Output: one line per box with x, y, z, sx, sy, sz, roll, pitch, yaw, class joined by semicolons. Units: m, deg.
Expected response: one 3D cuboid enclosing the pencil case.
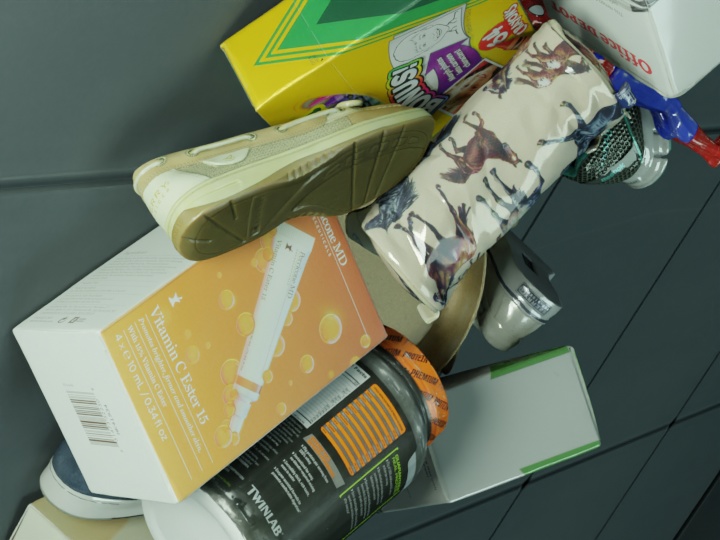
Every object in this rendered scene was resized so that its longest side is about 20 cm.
0.086;-0.063;1.475;0.200;0.089;0.078;-47;-161;-2;pencil case

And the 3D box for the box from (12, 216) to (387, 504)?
-0.098;0.040;1.446;0.200;0.097;0.125;-38;114;-35;box

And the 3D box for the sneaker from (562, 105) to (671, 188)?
0.171;-0.156;1.705;0.091;0.201;0.077;-12;179;-33;sneaker

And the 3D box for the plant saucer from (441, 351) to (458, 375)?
0.067;-0.020;1.784;0.200;0.035;0.201;10;90;-81;plant saucer

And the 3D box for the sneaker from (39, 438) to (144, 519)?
-0.112;0.098;1.586;0.202;0.077;0.147;-3;129;-47;sneaker

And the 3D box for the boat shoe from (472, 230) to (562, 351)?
0.111;0.016;1.796;0.070;0.071;0.200;-46;-167;10;boat shoe

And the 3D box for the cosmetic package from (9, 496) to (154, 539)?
-0.154;0.191;1.650;0.200;0.105;0.071;-26;151;-53;cosmetic package

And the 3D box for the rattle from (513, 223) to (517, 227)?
0.155;-0.072;1.749;0.200;0.142;0.131;-71;-173;-74;rattle

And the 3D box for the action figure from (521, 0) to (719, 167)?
0.204;-0.161;1.655;0.099;0.199;0.065;-63;-164;-1;action figure

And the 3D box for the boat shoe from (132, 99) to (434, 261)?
-0.043;-0.068;1.401;0.200;0.063;0.073;-24;149;-29;boat shoe

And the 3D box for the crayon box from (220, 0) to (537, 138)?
0.021;-0.139;1.466;0.172;0.058;0.200;-34;159;5;crayon box

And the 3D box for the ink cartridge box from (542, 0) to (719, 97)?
0.165;-0.230;1.461;0.083;0.145;0.200;-36;133;-11;ink cartridge box

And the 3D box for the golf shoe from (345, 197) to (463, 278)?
0.054;-0.090;1.585;0.078;0.097;0.200;76;34;-51;golf shoe

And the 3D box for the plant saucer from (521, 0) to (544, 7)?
0.112;-0.241;1.600;0.200;0.037;0.200;-54;160;7;plant saucer

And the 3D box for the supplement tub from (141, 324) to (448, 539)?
-0.040;0.127;1.528;0.200;0.122;0.123;-37;155;-33;supplement tub

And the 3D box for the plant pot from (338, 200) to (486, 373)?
0.000;0.000;1.631;0.199;0.027;0.201;-6;103;-29;plant pot

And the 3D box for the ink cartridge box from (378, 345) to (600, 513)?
0.066;0.127;1.747;0.146;0.085;0.200;-17;178;-27;ink cartridge box
